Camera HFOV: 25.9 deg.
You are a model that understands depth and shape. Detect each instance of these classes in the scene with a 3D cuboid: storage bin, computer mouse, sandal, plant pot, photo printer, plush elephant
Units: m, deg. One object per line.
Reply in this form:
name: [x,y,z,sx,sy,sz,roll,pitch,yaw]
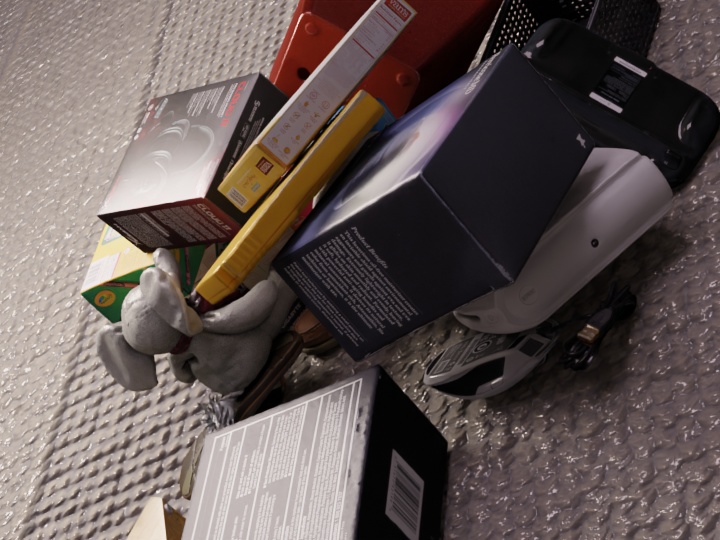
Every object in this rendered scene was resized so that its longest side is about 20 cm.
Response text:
storage bin: [0.209,-0.225,1.593,0.134,0.094,0.202,-11,45,41]
computer mouse: [0.143,0.073,1.361,0.199,0.044,0.110,-21,18,38]
sandal: [-0.110,0.148,1.561,0.201,0.054,0.082,-60,23,2]
plant pot: [0.008,-0.223,1.617,0.201,0.198,0.177,-63,-1,41]
photo printer: [0.162,-0.023,1.384,0.200,0.070,0.166,-41,13,-7]
plush elephant: [-0.170,0.049,1.537,0.164,0.154,0.201,-36,25,36]

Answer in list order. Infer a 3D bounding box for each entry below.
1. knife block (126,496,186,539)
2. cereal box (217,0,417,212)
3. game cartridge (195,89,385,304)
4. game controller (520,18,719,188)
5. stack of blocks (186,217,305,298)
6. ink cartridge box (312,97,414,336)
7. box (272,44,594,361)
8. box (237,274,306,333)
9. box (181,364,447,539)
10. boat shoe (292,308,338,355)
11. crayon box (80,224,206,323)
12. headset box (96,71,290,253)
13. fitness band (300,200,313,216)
knife block: [-0.223,0.332,1.457,0.175,0.064,0.201,-36,33,12]
cereal box: [-0.040,-0.150,1.400,0.201,0.039,0.144,-52,6,-23]
game cartridge: [-0.064,-0.058,1.363,0.201,0.032,0.176,-53,6,-11]
game controller: [0.231,-0.157,1.449,0.199,0.042,0.105,33,68,17]
stack of blocks: [-0.129,-0.038,1.695,0.199,0.059,0.116,-33,34,18]
ink cartridge box: [0.007,-0.045,1.486,0.067,0.115,0.202,-10,58,24]
box: [0.062,-0.057,1.314,0.198,0.123,0.201,-29,19,44]
box: [-0.064,-0.020,1.703,0.201,0.049,0.159,-52,31,-12]
box: [-0.041,0.216,1.331,0.197,0.123,0.201,-22,36,28]
boat shoe: [0.000,0.000,1.588,0.200,0.068,0.072,-41,32,4]
crayon box: [-0.219,-0.050,1.699,0.118,0.058,0.202,-20,41,34]
headset box: [-0.152,-0.105,1.555,0.199,0.077,0.150,-6,54,47]
fitness band: [-0.055,-0.120,1.639,0.201,0.142,0.038,-103,26,-53]
